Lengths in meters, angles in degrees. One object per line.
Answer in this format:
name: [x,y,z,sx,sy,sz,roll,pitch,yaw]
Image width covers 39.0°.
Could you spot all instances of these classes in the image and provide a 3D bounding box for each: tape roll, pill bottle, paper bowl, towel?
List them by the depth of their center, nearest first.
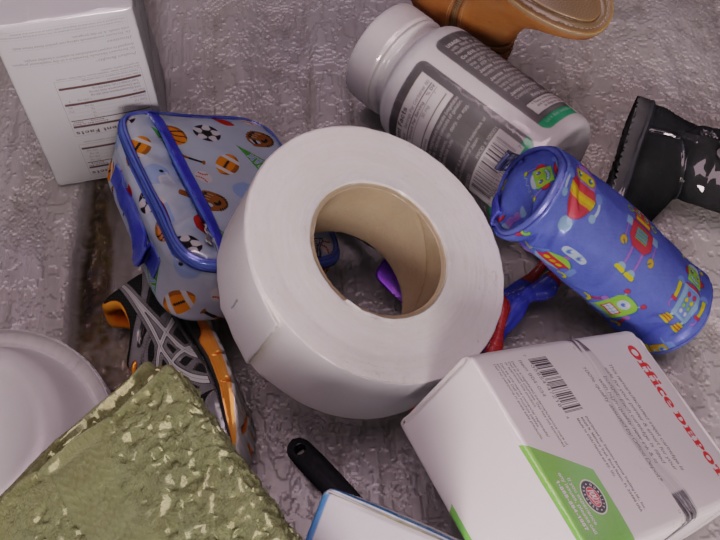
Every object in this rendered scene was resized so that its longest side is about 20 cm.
towel: [-0.105,0.155,0.527,0.148,0.037,0.200,-41,62,-7]
tape roll: [0.000,0.000,0.724,0.200,0.071,0.205,12,59,-21]
paper bowl: [-0.271,0.137,0.734,0.198,0.105,0.203,-1,62,1]
pill bottle: [0.088,-0.137,0.874,0.113,0.114,0.200,-41,68,-20]

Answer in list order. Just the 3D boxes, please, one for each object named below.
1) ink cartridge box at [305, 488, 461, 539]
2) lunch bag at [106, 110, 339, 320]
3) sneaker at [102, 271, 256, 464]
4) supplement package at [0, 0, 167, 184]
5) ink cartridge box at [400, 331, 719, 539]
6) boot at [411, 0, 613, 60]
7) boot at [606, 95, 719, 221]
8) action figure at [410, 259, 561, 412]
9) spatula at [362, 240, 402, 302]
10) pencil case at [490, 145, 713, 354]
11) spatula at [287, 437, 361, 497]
ink cartridge box: [0.004,0.218,0.610,0.083,0.200,0.147,18,78,11]
lunch bag: [-0.114,-0.046,0.809,0.159,0.076,0.201,1,42,-36]
sneaker: [-0.138,0.078,0.783,0.076,0.079,0.201,-23,53,-11]
supplement package: [-0.229,-0.180,0.853,0.108,0.201,0.115,-10,60,-5]
ink cartridge box: [0.147,0.128,0.687,0.198,0.084,0.146,-2,52,-45]
boot: [0.125,-0.219,0.896,0.198,0.156,0.077,24,69,18]
boot: [0.308,-0.054,0.858,0.198,0.066,0.166,21,65,7]
action figure: [0.102,0.043,0.803,0.052,0.065,0.201,48,65,-21]
spatula: [0.003,-0.032,0.849,0.057,0.021,0.199,-45,57,-11]
pencil case: [0.180,-0.013,0.773,0.199,0.086,0.079,35,49,-27]
spatula: [0.013,0.193,0.743,0.056,0.021,0.200,-40,67,-15]
